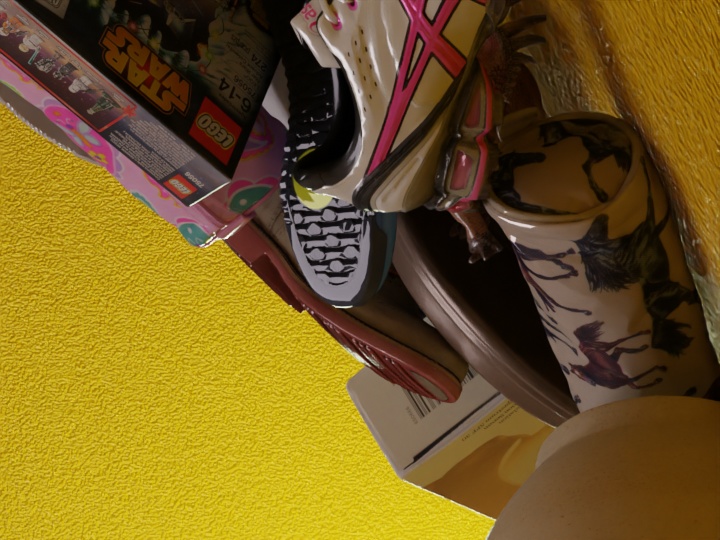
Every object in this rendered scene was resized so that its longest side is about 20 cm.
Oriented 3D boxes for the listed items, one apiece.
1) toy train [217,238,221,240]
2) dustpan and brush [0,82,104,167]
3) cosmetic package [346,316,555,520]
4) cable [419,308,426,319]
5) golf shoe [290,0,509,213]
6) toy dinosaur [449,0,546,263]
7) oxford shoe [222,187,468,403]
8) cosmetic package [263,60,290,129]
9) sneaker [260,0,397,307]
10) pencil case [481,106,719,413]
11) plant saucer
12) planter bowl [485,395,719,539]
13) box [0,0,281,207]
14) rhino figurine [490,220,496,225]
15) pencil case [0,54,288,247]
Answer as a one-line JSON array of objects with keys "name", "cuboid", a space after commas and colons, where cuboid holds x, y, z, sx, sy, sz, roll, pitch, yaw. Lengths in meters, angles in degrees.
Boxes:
[{"name": "toy train", "cuboid": [-0.083, -0.073, 1.575, 0.150, 0.056, 0.200, 27, -162, -38]}, {"name": "dustpan and brush", "cuboid": [-0.180, -0.122, 1.406, 0.200, 0.057, 0.140, 39, 147, -10]}, {"name": "cosmetic package", "cuboid": [0.089, 0.085, 1.492, 0.200, 0.105, 0.071, 27, -153, -56]}, {"name": "cable", "cuboid": [0.034, -0.015, 1.525, 0.163, 0.199, 0.051, 52, 126, 35]}, {"name": "golf shoe", "cuboid": [0.018, -0.118, 1.110, 0.073, 0.092, 0.201, -122, 34, -66]}, {"name": "toy dinosaur", "cuboid": [0.060, -0.085, 1.287, 0.136, 0.086, 0.200, 63, -179, -19]}, {"name": "oxford shoe", "cuboid": [0.000, 0.000, 1.379, 0.200, 0.075, 0.070, 38, 174, 41]}, {"name": "cosmetic package", "cuboid": [-0.085, -0.188, 1.451, 0.164, 0.165, 0.200, 9, 141, 34]}, {"name": "sneaker", "cuboid": [0.001, -0.082, 1.288, 0.078, 0.066, 0.201, 1, -100, -49]}, {"name": "pencil case", "cuboid": [0.117, 0.015, 1.206, 0.089, 0.078, 0.200, 36, 158, 48]}, {"name": "plant saucer", "cuboid": [0.083, 0.017, 1.383, 0.200, 0.029, 0.200, 37, -158, -18]}, {"name": "planter bowl", "cuboid": [0.139, 0.142, 1.165, 0.201, 0.199, 0.135, 66, -158, -52]}, {"name": "box", "cuboid": [-0.125, -0.144, 1.260, 0.200, 0.040, 0.137, 40, -133, -24]}, {"name": "rhino figurine", "cuboid": [0.048, -0.078, 1.546, 0.200, 0.087, 0.060, -121, 44, -57]}, {"name": "pencil case", "cuboid": [-0.129, -0.097, 1.323, 0.200, 0.087, 0.087, 39, -173, -25]}]
